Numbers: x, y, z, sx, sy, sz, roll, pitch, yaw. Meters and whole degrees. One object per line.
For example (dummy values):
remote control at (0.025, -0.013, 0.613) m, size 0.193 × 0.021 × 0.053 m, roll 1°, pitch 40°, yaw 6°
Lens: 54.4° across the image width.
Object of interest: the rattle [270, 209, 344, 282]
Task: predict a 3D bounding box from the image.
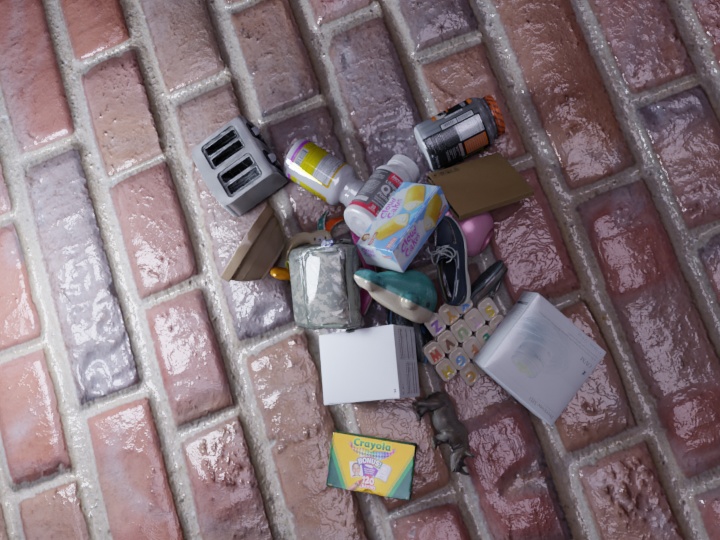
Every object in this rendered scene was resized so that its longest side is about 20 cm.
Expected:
rattle at (-0.129, -0.067, 1.665) m, size 0.201 × 0.142 × 0.130 m, roll -48°, pitch 54°, yaw 7°

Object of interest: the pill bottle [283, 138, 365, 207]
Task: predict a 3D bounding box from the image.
pill bottle at (-0.083, -0.227, 1.696) m, size 0.198 × 0.104 × 0.106 m, roll 33°, pitch 87°, yaw 12°

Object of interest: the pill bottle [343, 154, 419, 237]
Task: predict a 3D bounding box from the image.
pill bottle at (0.056, -0.174, 1.648) m, size 0.109 × 0.111 × 0.202 m, roll 31°, pitch 67°, yaw 11°

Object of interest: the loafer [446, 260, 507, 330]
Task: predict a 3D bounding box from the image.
loafer at (0.275, 0.067, 1.626) m, size 0.063 × 0.072 × 0.200 m, roll 42°, pitch 96°, yaw -8°

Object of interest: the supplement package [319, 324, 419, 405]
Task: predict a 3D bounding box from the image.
supplement package at (0.019, 0.214, 1.580) m, size 0.195 × 0.110 × 0.161 m, roll -10°, pitch 79°, yaw 28°

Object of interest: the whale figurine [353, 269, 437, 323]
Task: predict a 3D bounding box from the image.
whale figurine at (0.082, 0.035, 1.524) m, size 0.197 × 0.158 × 0.106 m, roll 28°, pitch 89°, yaw -27°

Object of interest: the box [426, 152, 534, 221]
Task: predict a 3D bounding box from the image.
box at (0.274, -0.196, 1.611) m, size 0.195 × 0.022 × 0.165 m, roll -18°, pitch 47°, yaw -14°

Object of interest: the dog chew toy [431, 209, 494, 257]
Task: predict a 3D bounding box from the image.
dog chew toy at (0.211, -0.118, 1.634) m, size 0.197 × 0.124 × 0.126 m, roll 32°, pitch 87°, yaw 20°

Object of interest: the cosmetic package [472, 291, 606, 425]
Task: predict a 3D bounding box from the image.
cosmetic package at (0.387, 0.189, 1.536) m, size 0.198 × 0.123 × 0.202 m, roll 39°, pitch 90°, yaw -1°

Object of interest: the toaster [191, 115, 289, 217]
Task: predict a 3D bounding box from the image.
toaster at (-0.303, -0.252, 1.727) m, size 0.198 × 0.119 × 0.183 m, roll -33°, pitch 77°, yaw 2°

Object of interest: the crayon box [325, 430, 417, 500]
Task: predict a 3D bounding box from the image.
crayon box at (0.027, 0.443, 1.602) m, size 0.194 × 0.058 × 0.122 m, roll 7°, pitch 83°, yaw 9°

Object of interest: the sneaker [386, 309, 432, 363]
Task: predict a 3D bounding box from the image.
sneaker at (0.110, 0.124, 1.642) m, size 0.081 × 0.073 × 0.205 m, roll -25°, pitch 74°, yaw 22°

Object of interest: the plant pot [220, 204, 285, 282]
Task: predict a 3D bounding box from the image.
plant pot at (-0.241, -0.045, 1.658) m, size 0.092 × 0.201 × 0.203 m, roll 34°, pitch 87°, yaw -9°

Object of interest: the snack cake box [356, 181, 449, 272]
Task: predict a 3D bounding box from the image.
snack cake box at (0.094, -0.099, 1.544) m, size 0.113 × 0.068 × 0.201 m, roll 14°, pitch 58°, yaw 42°

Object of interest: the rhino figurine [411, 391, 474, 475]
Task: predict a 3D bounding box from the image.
rhino figurine at (0.197, 0.370, 1.587) m, size 0.086 × 0.060 × 0.203 m, roll -27°, pitch 82°, yaw -8°

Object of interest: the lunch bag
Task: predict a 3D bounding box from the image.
lunch bag at (-0.066, 0.032, 1.574) m, size 0.137 × 0.166 × 0.206 m, roll -7°, pitch 95°, yaw -36°

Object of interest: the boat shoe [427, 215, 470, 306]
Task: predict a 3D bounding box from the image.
boat shoe at (0.192, -0.023, 1.546) m, size 0.074 × 0.061 × 0.206 m, roll -12°, pitch 81°, yaw 43°

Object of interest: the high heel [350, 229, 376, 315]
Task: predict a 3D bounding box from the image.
high heel at (0.000, 0.000, 1.664) m, size 0.093 × 0.067 × 0.205 m, roll 14°, pitch 79°, yaw 0°

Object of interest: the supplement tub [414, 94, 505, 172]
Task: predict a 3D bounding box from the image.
supplement tub at (0.235, -0.326, 1.656) m, size 0.196 × 0.123 × 0.125 m, roll -25°, pitch 79°, yaw 3°

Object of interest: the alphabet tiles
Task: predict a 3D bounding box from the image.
alphabet tiles at (0.240, 0.155, 1.591) m, size 0.198 × 0.015 × 0.197 m, roll -37°, pitch 104°, yaw -3°
